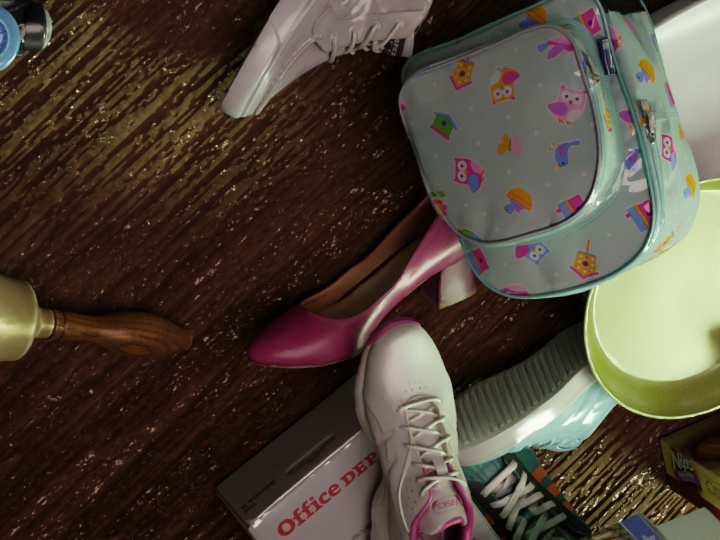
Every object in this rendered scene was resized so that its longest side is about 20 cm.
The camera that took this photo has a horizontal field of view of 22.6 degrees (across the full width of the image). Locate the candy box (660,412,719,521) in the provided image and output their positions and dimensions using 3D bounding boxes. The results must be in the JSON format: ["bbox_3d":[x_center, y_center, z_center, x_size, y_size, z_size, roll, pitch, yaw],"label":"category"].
[{"bbox_3d":[0.362,0.142,1.466,0.200,0.117,0.057,-22,112,-15],"label":"candy box"}]

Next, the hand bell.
[{"bbox_3d":[-0.204,0.036,1.233,0.200,0.104,0.104,7,103,-37],"label":"hand bell"}]

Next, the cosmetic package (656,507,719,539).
[{"bbox_3d":[0.191,0.256,1.379,0.200,0.051,0.083,-18,123,-17],"label":"cosmetic package"}]

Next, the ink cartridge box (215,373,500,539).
[{"bbox_3d":[0.010,0.199,1.354,0.146,0.084,0.200,-39,115,-9],"label":"ink cartridge box"}]

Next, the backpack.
[{"bbox_3d":[0.131,-0.080,1.235,0.176,0.153,0.200,-19,97,30],"label":"backpack"}]

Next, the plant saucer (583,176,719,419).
[{"bbox_3d":[0.251,0.017,1.354,0.200,0.031,0.200,-10,118,-19],"label":"plant saucer"}]

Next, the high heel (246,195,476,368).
[{"bbox_3d":[0.000,0.000,1.302,0.200,0.067,0.096,-25,124,-30],"label":"high heel"}]

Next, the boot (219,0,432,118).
[{"bbox_3d":[-0.007,-0.170,1.235,0.096,0.074,0.200,35,89,-6],"label":"boot"}]

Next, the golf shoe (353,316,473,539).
[{"bbox_3d":[0.047,0.132,1.255,0.075,0.092,0.200,-14,106,-22],"label":"golf shoe"}]

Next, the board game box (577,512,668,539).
[{"bbox_3d":[0.146,0.294,1.285,0.200,0.097,0.160,-20,122,-15],"label":"board game box"}]

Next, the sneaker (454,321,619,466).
[{"bbox_3d":[0.142,0.113,1.370,0.200,0.074,0.082,-28,116,-32],"label":"sneaker"}]

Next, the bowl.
[{"bbox_3d":[0.280,-0.125,1.378,0.200,0.075,0.200,-24,113,-14],"label":"bowl"}]

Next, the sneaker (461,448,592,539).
[{"bbox_3d":[0.136,0.192,1.405,0.071,0.080,0.200,-43,118,-4],"label":"sneaker"}]

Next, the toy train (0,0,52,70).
[{"bbox_3d":[-0.291,-0.182,1.123,0.200,0.087,0.114,1,96,-20],"label":"toy train"}]
